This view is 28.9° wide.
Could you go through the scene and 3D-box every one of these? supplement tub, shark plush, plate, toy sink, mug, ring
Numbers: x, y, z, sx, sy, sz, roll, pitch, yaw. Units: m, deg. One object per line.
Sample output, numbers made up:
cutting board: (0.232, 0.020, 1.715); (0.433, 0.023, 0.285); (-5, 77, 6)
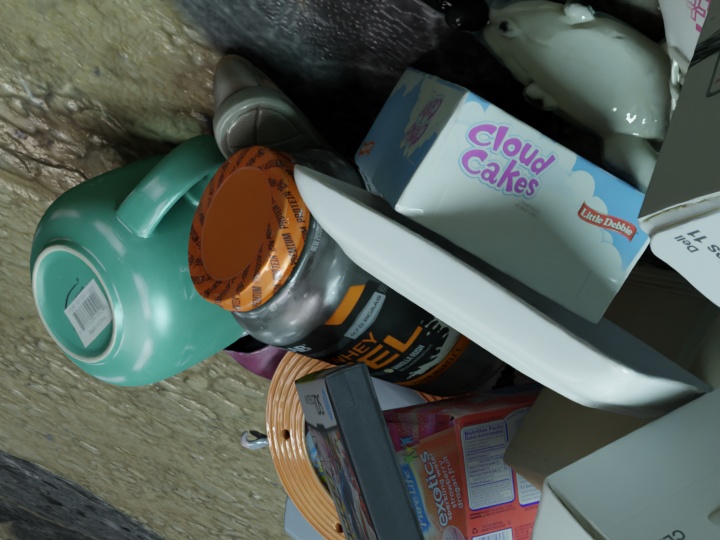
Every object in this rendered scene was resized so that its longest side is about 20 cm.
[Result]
supplement tub: (0.000, 0.000, 0.867); (0.199, 0.123, 0.122); (20, 161, -37)
shark plush: (0.105, -0.097, 0.727); (0.199, 0.091, 0.083); (17, -175, 2)
plate: (0.077, 0.020, 0.704); (0.199, 0.032, 0.199); (33, -172, 28)
toy sink: (0.201, 0.072, 0.839); (0.130, 0.201, 0.112); (38, 168, -28)
mug: (-0.164, -0.009, 0.997); (0.151, 0.114, 0.186); (16, 119, 35)
ring: (0.016, 0.131, 1.029); (0.199, 0.019, 0.202); (12, 115, 28)

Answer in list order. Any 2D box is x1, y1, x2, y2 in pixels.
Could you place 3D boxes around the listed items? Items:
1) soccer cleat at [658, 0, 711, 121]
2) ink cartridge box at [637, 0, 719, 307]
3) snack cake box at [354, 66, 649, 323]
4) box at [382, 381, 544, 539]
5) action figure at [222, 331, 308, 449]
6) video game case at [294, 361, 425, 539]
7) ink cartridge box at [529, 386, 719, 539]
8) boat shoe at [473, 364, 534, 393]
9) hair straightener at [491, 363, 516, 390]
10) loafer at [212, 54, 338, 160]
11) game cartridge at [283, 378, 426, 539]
soccer cleat: (0.173, -0.058, 0.651); (0.086, 0.070, 0.201); (-30, 103, 12)
ink cartridge box: (0.207, -0.064, 0.545); (0.146, 0.201, 0.083); (35, 151, -22)
snack cake box: (0.069, -0.047, 0.736); (0.115, 0.067, 0.200); (31, -174, -11)
box: (0.119, 0.126, 0.916); (0.199, 0.103, 0.094); (-8, -178, -32)
action figure: (-0.041, 0.067, 1.138); (0.148, 0.135, 0.200); (-27, 130, 23)
video game case: (0.010, 0.154, 0.820); (0.025, 0.201, 0.181); (-18, 177, -10)
ink cartridge box: (0.150, 0.164, 0.683); (0.083, 0.144, 0.201); (44, 143, 36)
boat shoe: (0.167, 0.105, 1.038); (0.199, 0.072, 0.066); (20, 149, 7)
hair straightener: (0.086, 0.054, 0.999); (0.041, 0.078, 0.199); (9, 164, -35)
loafer: (-0.039, -0.065, 0.923); (0.072, 0.063, 0.200); (-26, 139, 7)
game cartridge: (0.014, 0.161, 1.076); (0.133, 0.040, 0.201); (37, 124, 21)
